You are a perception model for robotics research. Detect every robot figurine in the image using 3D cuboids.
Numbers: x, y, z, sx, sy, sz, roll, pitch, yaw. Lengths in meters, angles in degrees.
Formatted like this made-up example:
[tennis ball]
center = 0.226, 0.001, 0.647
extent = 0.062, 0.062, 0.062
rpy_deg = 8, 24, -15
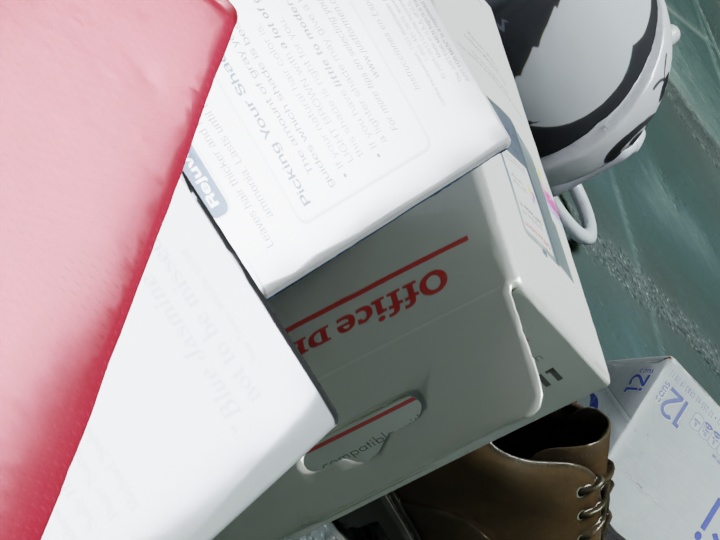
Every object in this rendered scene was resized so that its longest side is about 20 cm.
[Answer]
[robot figurine]
center = 0.051, -0.114, 1.113
extent = 0.200, 0.150, 0.125
rpy_deg = 47, 13, -52

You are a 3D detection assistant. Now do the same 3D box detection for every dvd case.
[dvd case]
center = -0.098, 0.024, 0.591
extent = 0.200, 0.018, 0.143
rpy_deg = -40, 101, -46

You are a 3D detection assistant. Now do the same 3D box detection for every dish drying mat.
[dish drying mat]
center = -0.082, -0.005, 0.595
extent = 0.077, 0.018, 0.200
rpy_deg = 39, 47, -26

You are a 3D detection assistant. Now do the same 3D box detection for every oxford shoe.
[oxford shoe]
center = 0.056, 0.091, 0.912
extent = 0.200, 0.084, 0.073
rpy_deg = 55, 18, -19

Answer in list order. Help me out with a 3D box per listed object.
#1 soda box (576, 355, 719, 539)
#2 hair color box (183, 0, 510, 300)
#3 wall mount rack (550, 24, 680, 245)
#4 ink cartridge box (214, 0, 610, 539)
[soda box]
center = 0.143, 0.121, 1.045
extent = 0.200, 0.063, 0.068
rpy_deg = 44, 65, -22
[hair color box]
center = -0.058, -0.030, 0.712
extent = 0.200, 0.061, 0.100
rpy_deg = -32, 93, -46
[wall mount rack]
center = 0.085, -0.119, 1.300
extent = 0.200, 0.075, 0.174
rpy_deg = 57, 19, -14
[ink cartridge box]
center = 0.000, 0.000, 0.843
extent = 0.067, 0.117, 0.200
rpy_deg = 45, 24, -47
